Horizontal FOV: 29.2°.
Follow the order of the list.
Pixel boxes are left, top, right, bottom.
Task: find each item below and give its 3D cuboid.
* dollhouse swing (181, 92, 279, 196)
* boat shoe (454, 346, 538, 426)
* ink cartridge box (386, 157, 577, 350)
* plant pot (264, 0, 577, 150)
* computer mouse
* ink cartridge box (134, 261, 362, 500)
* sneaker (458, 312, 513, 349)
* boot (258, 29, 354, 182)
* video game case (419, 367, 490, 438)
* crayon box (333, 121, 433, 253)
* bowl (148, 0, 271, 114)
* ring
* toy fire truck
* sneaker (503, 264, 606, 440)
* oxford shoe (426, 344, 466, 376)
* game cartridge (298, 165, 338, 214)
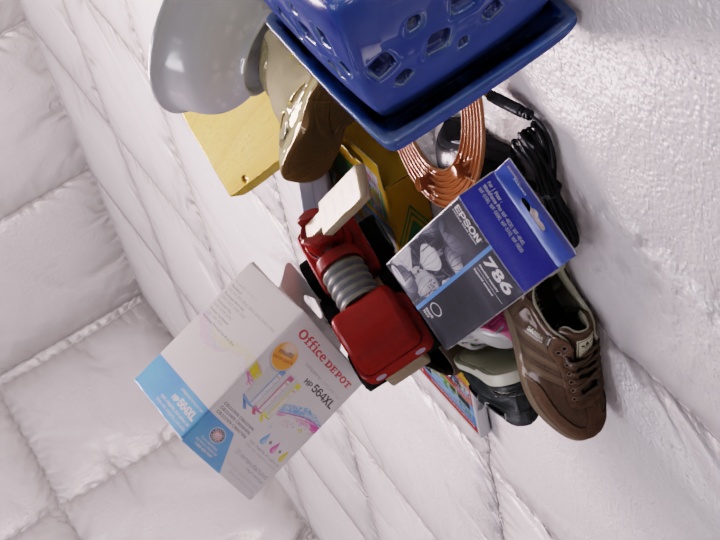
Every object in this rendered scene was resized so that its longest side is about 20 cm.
[{"bbox_3d":[-0.140,-0.224,1.790,0.181,0.175,0.202,-32,87,34],"label":"dollhouse swing"},{"bbox_3d":[0.142,0.109,1.357,0.199,0.074,0.067,-156,47,-80],"label":"boat shoe"},{"bbox_3d":[0.098,-0.009,1.181,0.100,0.039,0.200,55,149,6],"label":"ink cartridge box"},{"bbox_3d":[0.027,-0.215,0.950,0.200,0.199,0.181,48,168,35],"label":"plant pot"},{"bbox_3d":[0.105,-0.099,1.186,0.200,0.046,0.142,42,158,50],"label":"computer mouse"},{"bbox_3d":[-0.104,0.103,1.424,0.129,0.200,0.125,48,174,-40],"label":"ink cartridge box"},{"bbox_3d":[0.121,0.035,1.347,0.089,0.081,0.200,65,173,-25],"label":"sneaker"},{"bbox_3d":[-0.043,-0.209,1.392,0.201,0.072,0.157,121,143,-44],"label":"boot"},{"bbox_3d":[0.097,0.091,1.633,0.143,0.017,0.201,47,160,40],"label":"video game case"},{"bbox_3d":[0.025,-0.077,1.484,0.126,0.051,0.202,46,160,43],"label":"crayon box"},{"bbox_3d":[-0.137,-0.250,1.494,0.089,0.202,0.202,24,153,17],"label":"bowl"},{"bbox_3d":[0.054,-0.152,1.207,0.200,0.019,0.203,165,90,-69],"label":"ring"},{"bbox_3d":[0.000,0.000,1.337,0.177,0.128,0.200,61,-172,25],"label":"toy fire truck"},{"bbox_3d":[0.179,0.071,1.224,0.075,0.070,0.202,12,133,62],"label":"sneaker"},{"bbox_3d":[0.029,0.051,1.470,0.198,0.085,0.073,23,145,13],"label":"oxford shoe"},{"bbox_3d":[-0.046,-0.113,1.523,0.134,0.040,0.202,67,-167,-51],"label":"game cartridge"}]
